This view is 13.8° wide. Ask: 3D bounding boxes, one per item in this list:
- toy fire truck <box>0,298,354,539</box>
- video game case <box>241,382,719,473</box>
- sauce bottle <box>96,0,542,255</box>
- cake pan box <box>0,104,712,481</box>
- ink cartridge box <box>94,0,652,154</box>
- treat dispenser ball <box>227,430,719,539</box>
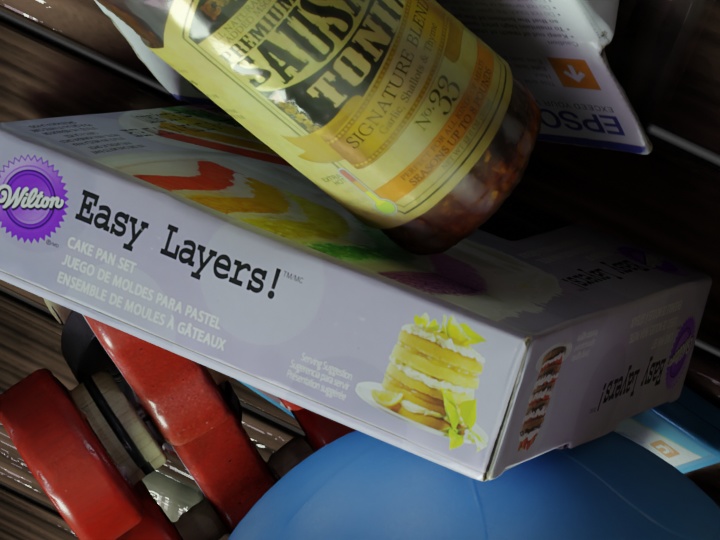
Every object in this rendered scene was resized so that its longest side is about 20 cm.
[{"bbox_3d":[-0.080,0.029,1.117,0.168,0.112,0.200,52,176,37],"label":"toy fire truck"},{"bbox_3d":[0.040,0.048,1.165,0.143,0.018,0.200,34,155,-13],"label":"video game case"},{"bbox_3d":[-0.037,-0.082,0.830,0.200,0.066,0.066,36,154,-26],"label":"sauce bottle"},{"bbox_3d":[0.000,0.000,0.944,0.184,0.052,0.200,24,-166,20],"label":"cake pan box"},{"bbox_3d":[-0.025,-0.116,0.882,0.199,0.041,0.200,9,150,36],"label":"ink cartridge box"},{"bbox_3d":[0.041,0.143,0.957,0.201,0.201,0.201,22,155,11],"label":"treat dispenser ball"}]
